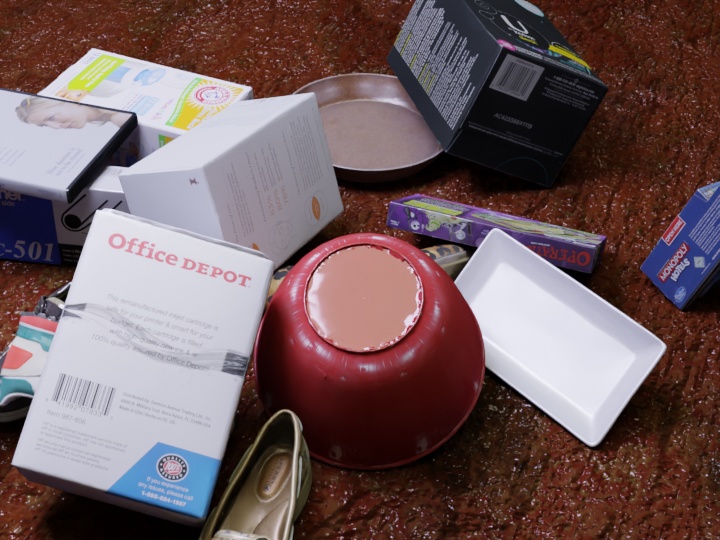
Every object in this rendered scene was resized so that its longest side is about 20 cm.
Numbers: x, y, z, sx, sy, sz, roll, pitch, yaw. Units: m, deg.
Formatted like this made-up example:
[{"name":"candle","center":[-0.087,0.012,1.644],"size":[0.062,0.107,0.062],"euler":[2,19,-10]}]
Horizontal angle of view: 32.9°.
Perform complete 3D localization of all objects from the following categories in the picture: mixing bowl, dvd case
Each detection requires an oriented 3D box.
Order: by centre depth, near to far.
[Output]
[{"name":"mixing bowl","center":[0.004,0.047,0.985],"size":[0.196,0.109,0.203],"euler":[-1,61,3]},{"name":"dvd case","center":[-0.330,-0.126,1.159],"size":[0.197,0.018,0.143],"euler":[11,40,14]}]

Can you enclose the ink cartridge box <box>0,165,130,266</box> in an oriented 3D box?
[{"name":"ink cartridge box","center":[-0.274,-0.053,1.163],"size":[0.196,0.095,0.045],"euler":[6,38,5]}]

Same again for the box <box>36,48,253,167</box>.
[{"name":"box","center":[-0.218,-0.142,1.269],"size":[0.197,0.103,0.113],"euler":[16,41,17]}]

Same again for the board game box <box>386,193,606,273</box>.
[{"name":"board game box","center":[0.133,-0.038,1.172],"size":[0.197,0.033,0.120],"euler":[14,15,15]}]

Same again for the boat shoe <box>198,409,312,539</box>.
[{"name":"boat shoe","center":[-0.083,0.189,0.892],"size":[0.072,0.063,0.201],"euler":[8,39,6]}]

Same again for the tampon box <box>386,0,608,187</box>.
[{"name":"tampon box","center":[0.142,-0.212,1.312],"size":[0.148,0.127,0.201],"euler":[14,31,-29]}]

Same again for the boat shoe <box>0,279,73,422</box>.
[{"name":"boat shoe","center":[-0.261,0.050,1.057],"size":[0.072,0.066,0.200],"euler":[23,45,20]}]

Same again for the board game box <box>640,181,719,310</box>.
[{"name":"board game box","center":[0.389,-0.073,1.164],"size":[0.198,0.201,0.062],"euler":[-18,57,-43]}]

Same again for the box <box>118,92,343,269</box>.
[{"name":"box","center":[-0.113,-0.071,1.128],"size":[0.096,0.126,0.200],"euler":[-2,24,30]}]

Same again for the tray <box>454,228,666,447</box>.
[{"name":"tray","center":[0.161,0.057,1.064],"size":[0.199,0.022,0.108],"euler":[37,90,33]}]

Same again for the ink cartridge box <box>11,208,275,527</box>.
[{"name":"ink cartridge box","center":[-0.158,0.074,0.922],"size":[0.142,0.084,0.203],"euler":[16,72,-4]}]

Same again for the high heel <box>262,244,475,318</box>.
[{"name":"high heel","center":[0.000,0.000,1.129],"size":[0.199,0.072,0.142],"euler":[-31,48,-30]}]

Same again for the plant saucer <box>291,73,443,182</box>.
[{"name":"plant saucer","center":[0.008,-0.154,1.350],"size":[0.196,0.035,0.202],"euler":[2,39,-2]}]

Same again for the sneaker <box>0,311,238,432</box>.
[{"name":"sneaker","center":[-0.200,0.110,0.992],"size":[0.197,0.070,0.095],"euler":[25,83,-6]}]
